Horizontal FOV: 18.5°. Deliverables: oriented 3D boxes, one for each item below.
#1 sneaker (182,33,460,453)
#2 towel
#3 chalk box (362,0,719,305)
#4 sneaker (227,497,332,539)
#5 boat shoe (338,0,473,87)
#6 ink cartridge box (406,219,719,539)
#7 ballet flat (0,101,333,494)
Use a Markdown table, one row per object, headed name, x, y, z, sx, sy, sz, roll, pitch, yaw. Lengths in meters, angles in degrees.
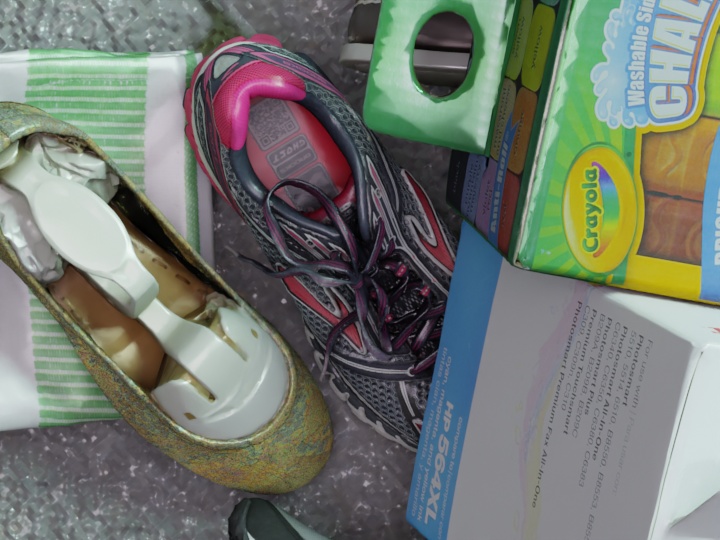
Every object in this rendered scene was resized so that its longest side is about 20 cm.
| name | x | y | z | sx | sy | sz | roll | pitch | yaw |
| --- | --- | --- | --- | --- | --- | --- | --- | --- | --- |
| sneaker | 0.000 | 0.000 | 0.855 | 0.081 | 0.075 | 0.200 | -40 | 101 | 0 |
| towel | -0.153 | -0.011 | 0.858 | 0.199 | 0.023 | 0.154 | -4 | 92 | -20 |
| chalk box | 0.103 | -0.062 | 0.770 | 0.199 | 0.124 | 0.126 | 8 | 101 | -11 |
| sneaker | 0.039 | 0.135 | 0.871 | 0.199 | 0.074 | 0.080 | 27 | 82 | -6 |
| boat shoe | 0.091 | -0.101 | 0.861 | 0.199 | 0.072 | 0.060 | 1 | 93 | -4 |
| ink cartridge box | 0.120 | 0.070 | 0.774 | 0.128 | 0.200 | 0.126 | 7 | 102 | -23 |
| ballet flat | -0.080 | 0.015 | 0.838 | 0.071 | 0.071 | 0.200 | -42 | 104 | 1 |
